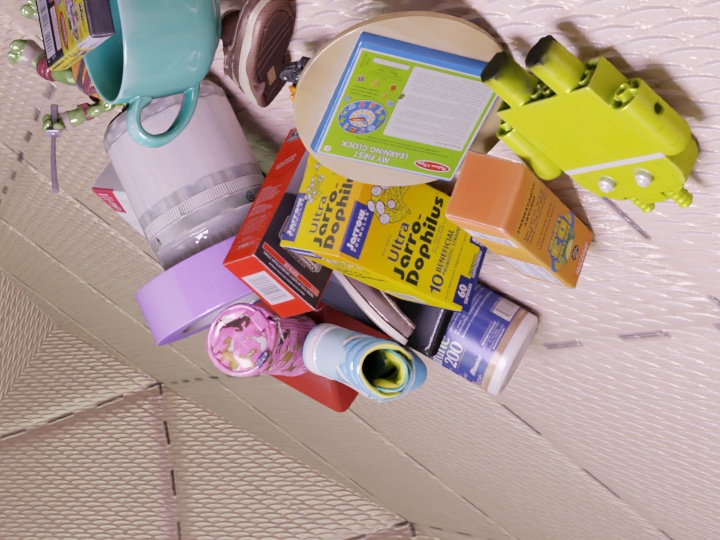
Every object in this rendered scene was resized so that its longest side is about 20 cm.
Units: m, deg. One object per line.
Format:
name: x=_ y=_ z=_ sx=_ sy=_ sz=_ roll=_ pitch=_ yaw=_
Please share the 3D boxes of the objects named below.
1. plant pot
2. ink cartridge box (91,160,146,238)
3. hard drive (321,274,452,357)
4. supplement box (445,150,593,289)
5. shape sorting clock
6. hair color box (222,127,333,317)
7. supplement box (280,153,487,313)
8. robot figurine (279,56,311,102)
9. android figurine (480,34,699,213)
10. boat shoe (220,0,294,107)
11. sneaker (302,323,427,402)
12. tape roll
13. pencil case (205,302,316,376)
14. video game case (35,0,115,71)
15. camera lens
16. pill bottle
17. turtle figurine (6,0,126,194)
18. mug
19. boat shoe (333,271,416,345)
plant pot: x=-0.061 y=0.032 z=1.563 sx=0.198 sy=0.201 sz=0.177 roll=25 pitch=151 yaw=24
ink cartridge box: x=-0.228 y=-0.099 z=1.569 sx=0.144 sy=0.146 sz=0.200 roll=8 pitch=149 yaw=52
hard drive: x=0.028 y=-0.002 z=1.395 sx=0.198 sy=0.141 sz=0.033 roll=26 pitch=-166 yaw=24
supplement box: x=0.155 y=-0.044 z=1.090 sx=0.068 sy=0.068 sz=0.199 roll=17 pitch=173 yaw=31
shape sorting clock: x=0.039 y=-0.146 z=1.009 sx=0.196 sy=0.040 sz=0.202 roll=-5 pitch=138 yaw=-4
hair color box: x=-0.064 y=-0.060 z=1.282 sx=0.061 sy=0.202 sz=0.101 roll=-15 pitch=133 yaw=45
supplement box: x=0.032 y=-0.040 z=1.235 sx=0.198 sy=0.111 sz=0.109 roll=23 pitch=172 yaw=-38
robot figurine: x=0.013 y=-0.159 z=1.137 sx=0.198 sy=0.059 sz=0.145 roll=19 pitch=156 yaw=37
android figurine: x=0.193 y=-0.112 z=0.949 sx=0.199 sy=0.041 sz=0.181 roll=38 pitch=160 yaw=-24
boat shoe: x=-0.116 y=-0.230 z=1.160 sx=0.075 sy=0.075 sz=0.203 roll=38 pitch=163 yaw=5
sneaker: x=0.038 y=0.124 z=1.382 sx=0.198 sy=0.081 sz=0.130 roll=16 pitch=179 yaw=-43
tape roll: x=-0.162 y=0.016 z=1.357 sx=0.066 sy=0.198 sz=0.200 roll=64 pitch=161 yaw=4
pencil case: x=-0.109 y=0.085 z=1.370 sx=0.085 sy=0.084 sz=0.200 roll=11 pitch=177 yaw=16
video game case: x=-0.293 y=-0.312 z=1.131 sx=0.180 sy=0.025 sz=0.204 roll=-3 pitch=98 yaw=62
camera lens: x=-0.202 y=-0.113 z=1.375 sx=0.202 sy=0.158 sz=0.160 roll=64 pitch=162 yaw=4
pill bottle: x=0.112 y=0.061 z=1.441 sx=0.198 sy=0.112 sz=0.111 roll=29 pitch=162 yaw=14
turtle figurine: x=-0.362 y=-0.242 z=1.412 sx=0.193 sy=0.200 sz=0.145 roll=38 pitch=150 yaw=18
mug: x=-0.206 y=-0.235 z=1.149 sx=0.152 sy=0.113 sz=0.188 roll=44 pitch=139 yaw=46
boat shoe: x=0.000 y=0.000 z=1.353 sx=0.200 sy=0.059 sz=0.072 roll=47 pitch=177 yaw=20
